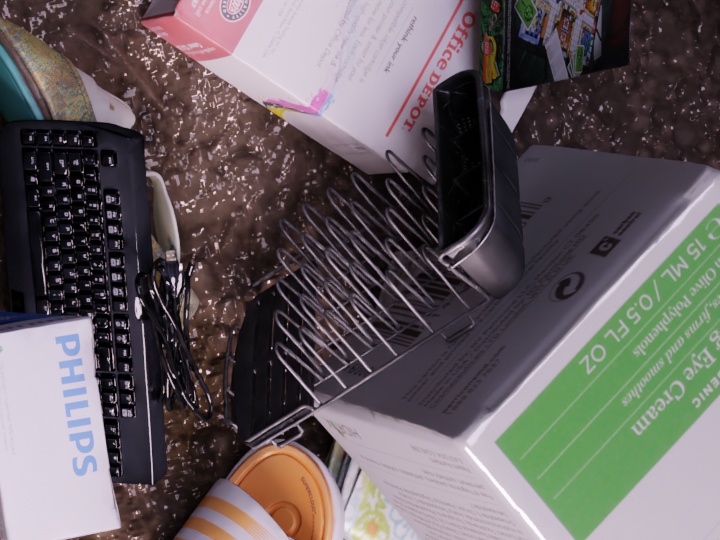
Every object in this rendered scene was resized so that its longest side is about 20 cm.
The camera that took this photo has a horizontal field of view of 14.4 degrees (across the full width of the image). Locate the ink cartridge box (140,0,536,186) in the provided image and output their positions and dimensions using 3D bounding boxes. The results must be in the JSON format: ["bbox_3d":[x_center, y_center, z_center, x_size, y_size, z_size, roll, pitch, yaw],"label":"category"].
[{"bbox_3d":[-0.004,-0.131,1.553,0.199,0.067,0.117,34,79,-18],"label":"ink cartridge box"}]

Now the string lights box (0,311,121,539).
[{"bbox_3d":[-0.180,0.075,1.410,0.059,0.200,0.104,-9,93,-22],"label":"string lights box"}]

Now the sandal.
[{"bbox_3d":[-0.079,0.182,1.512,0.079,0.059,0.207,28,78,18],"label":"sandal"}]

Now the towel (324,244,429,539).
[{"bbox_3d":[0.082,0.094,1.603,0.199,0.048,0.172,22,85,-21],"label":"towel"}]

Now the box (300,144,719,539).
[{"bbox_3d":[0.118,0.065,1.481,0.199,0.200,0.172,-46,112,-14],"label":"box"}]

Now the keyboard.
[{"bbox_3d":[-0.133,0.021,1.465,0.103,0.040,0.201,0,112,7],"label":"keyboard"}]

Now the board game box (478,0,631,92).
[{"bbox_3d":[0.108,-0.202,1.527,0.104,0.023,0.201,-13,111,-38],"label":"board game box"}]

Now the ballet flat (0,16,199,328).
[{"bbox_3d":[-0.139,-0.051,1.499,0.070,0.071,0.201,-28,106,-20],"label":"ballet flat"}]

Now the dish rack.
[{"bbox_3d":[0.000,0.000,1.477,0.199,0.154,0.055,-33,118,21],"label":"dish rack"}]
